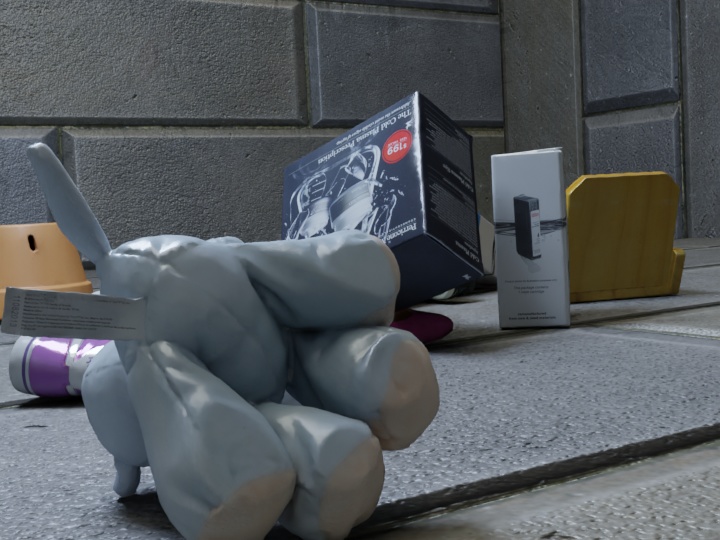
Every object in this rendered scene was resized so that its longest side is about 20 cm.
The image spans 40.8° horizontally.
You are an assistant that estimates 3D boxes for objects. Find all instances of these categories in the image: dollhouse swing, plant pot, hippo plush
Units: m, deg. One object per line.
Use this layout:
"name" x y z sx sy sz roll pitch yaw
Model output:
"dollhouse swing" 0.342 -0.049 1.397 0.199 0.177 0.182 -5 4 -13
"plant pot" -0.529 -0.003 1.532 0.199 0.141 0.200 -3 4 0
"hippo plush" -0.078 0.068 0.464 0.199 0.160 0.161 11 -33 -23

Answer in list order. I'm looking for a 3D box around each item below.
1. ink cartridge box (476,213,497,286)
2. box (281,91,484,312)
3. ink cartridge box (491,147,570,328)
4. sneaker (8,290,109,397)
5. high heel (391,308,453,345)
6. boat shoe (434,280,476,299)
"ink cartridge box" 0.153 -0.037 1.617 0.145 0.084 0.200 -1 -17 32
"box" 0.019 -0.056 1.038 0.199 0.183 0.104 -26 -39 33
"ink cartridge box" 0.205 -0.040 1.152 0.083 0.201 0.144 -2 3 12
"sneaker" -0.208 0.070 0.859 0.114 0.073 0.201 2 15 10
"high heel" 0.006 0.033 0.974 0.199 0.097 0.067 -5 4 -29
"boat shoe" 0.109 0.008 1.496 0.066 0.075 0.199 0 1 -27
